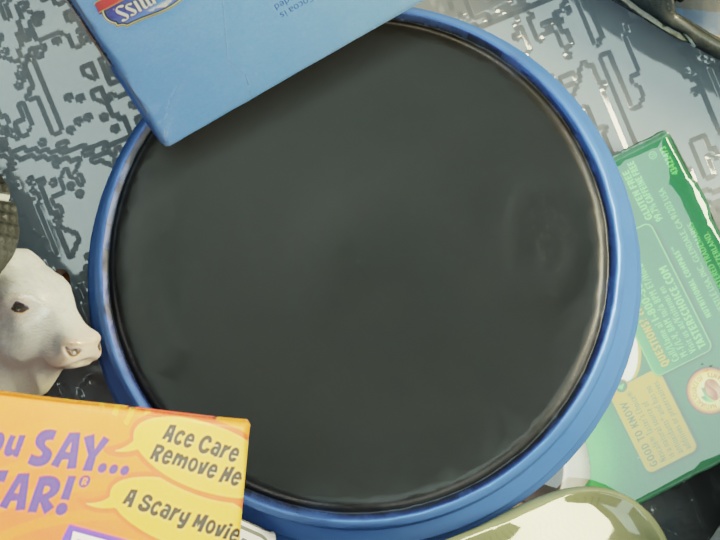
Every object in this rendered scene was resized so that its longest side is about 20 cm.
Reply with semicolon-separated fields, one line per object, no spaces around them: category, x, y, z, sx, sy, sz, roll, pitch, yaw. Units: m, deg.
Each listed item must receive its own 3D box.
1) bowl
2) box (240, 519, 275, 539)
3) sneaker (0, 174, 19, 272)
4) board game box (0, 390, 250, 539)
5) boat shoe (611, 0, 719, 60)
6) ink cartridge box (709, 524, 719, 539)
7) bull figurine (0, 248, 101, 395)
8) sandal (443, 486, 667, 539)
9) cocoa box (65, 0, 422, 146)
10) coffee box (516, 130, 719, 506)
bowl;0.000;0.000;1.001;0.200;0.039;0.201;-1;80;4
box;-0.081;0.185;0.939;0.060;0.200;0.117;26;132;-34
sneaker;-0.201;-0.038;1.004;0.200;0.074;0.080;36;99;31
board game box;-0.177;0.132;0.834;0.200;0.200;0.200;9;82;-36
boat shoe;0.122;-0.118;1.038;0.200;0.057;0.069;32;88;-1
ink cartridge box;0.228;0.128;0.981;0.200;0.083;0.146;46;54;-8
bull figurine;-0.182;0.061;1.016;0.200;0.065;0.122;-7;90;12
sandal;0.030;0.126;0.934;0.201;0.057;0.080;-33;84;-30
cocoa box;-0.025;-0.165;0.971;0.200;0.133;0.131;-30;127;2
coffee box;0.051;0.045;1.039;0.200;0.044;0.123;-28;89;-2
